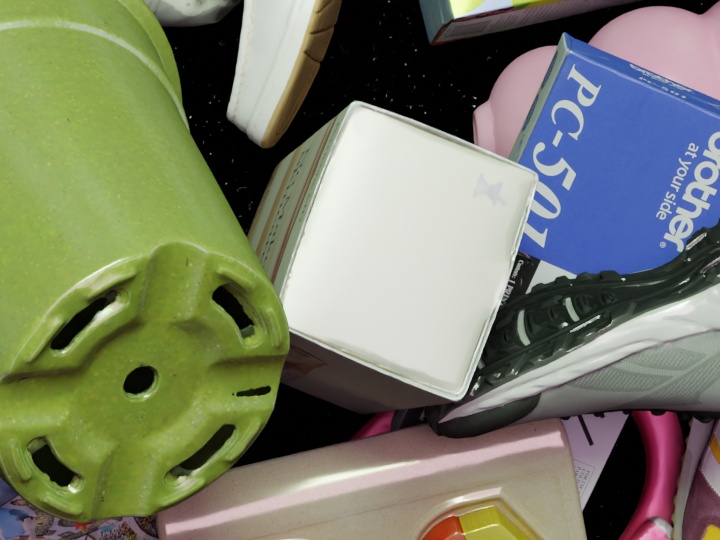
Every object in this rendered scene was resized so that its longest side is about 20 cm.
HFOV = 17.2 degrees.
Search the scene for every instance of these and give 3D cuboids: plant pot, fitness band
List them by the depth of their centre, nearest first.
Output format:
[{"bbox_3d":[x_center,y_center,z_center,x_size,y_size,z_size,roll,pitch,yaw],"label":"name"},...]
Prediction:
[{"bbox_3d":[-0.121,-0.001,0.942,0.199,0.190,0.201,-18,129,-24],"label":"plant pot"},{"bbox_3d":[0.065,0.112,1.118,0.200,0.037,0.144,-42,91,-12],"label":"fitness band"}]

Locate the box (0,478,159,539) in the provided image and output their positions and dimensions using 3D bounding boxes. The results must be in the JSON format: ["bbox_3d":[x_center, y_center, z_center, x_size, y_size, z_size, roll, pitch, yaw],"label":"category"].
[{"bbox_3d":[-0.148,0.132,1.015,0.200,0.038,0.137,-11,92,-50],"label":"box"}]

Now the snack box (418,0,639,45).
[{"bbox_3d":[0.112,-0.213,1.143,0.199,0.068,0.170,-12,86,-9],"label":"snack box"}]

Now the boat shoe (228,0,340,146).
[{"bbox_3d":[-0.038,-0.159,1.085,0.069,0.071,0.201,15,98,3],"label":"boat shoe"}]

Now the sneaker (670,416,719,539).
[{"bbox_3d":[0.195,0.089,1.079,0.075,0.090,0.201,0,93,-23],"label":"sneaker"}]

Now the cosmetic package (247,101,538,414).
[{"bbox_3d":[0.000,0.000,1.034,0.087,0.200,0.104,22,80,-9],"label":"cosmetic package"}]

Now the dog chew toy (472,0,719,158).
[{"bbox_3d":[0.152,-0.072,1.113,0.199,0.125,0.125,-4,85,-1],"label":"dog chew toy"}]

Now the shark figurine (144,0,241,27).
[{"bbox_3d":[-0.164,-0.169,1.094,0.215,0.089,0.128,48,45,-10],"label":"shark figurine"}]

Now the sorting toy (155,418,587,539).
[{"bbox_3d":[0.018,0.172,1.057,0.184,0.036,0.201,-13,108,-2],"label":"sorting toy"}]

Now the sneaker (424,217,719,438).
[{"bbox_3d":[0.123,0.037,1.007,0.199,0.074,0.080,-19,113,7],"label":"sneaker"}]

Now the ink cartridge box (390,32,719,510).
[{"bbox_3d":[0.093,0.006,1.058,0.094,0.044,0.201,23,105,-4],"label":"ink cartridge box"}]
